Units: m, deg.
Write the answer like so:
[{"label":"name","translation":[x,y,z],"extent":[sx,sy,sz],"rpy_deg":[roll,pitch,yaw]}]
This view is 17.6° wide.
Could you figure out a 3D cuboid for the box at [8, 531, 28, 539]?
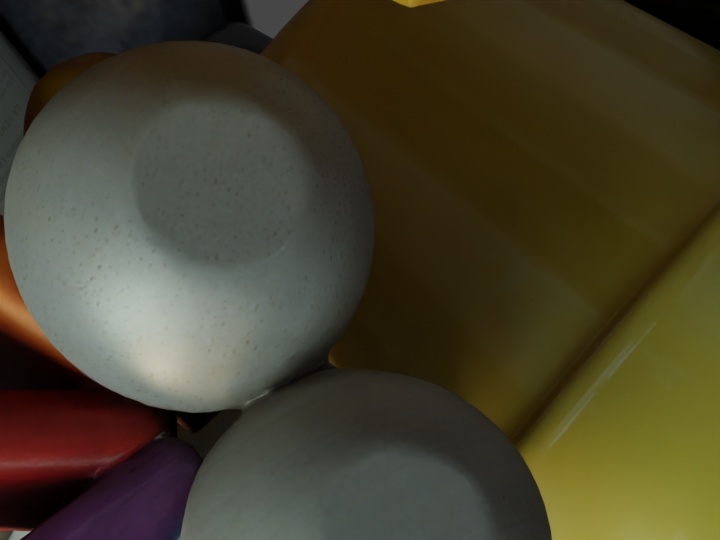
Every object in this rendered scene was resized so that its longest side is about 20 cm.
[{"label":"box","translation":[-0.030,0.150,0.826],"extent":[0.199,0.098,0.125],"rpy_deg":[10,124,-26]}]

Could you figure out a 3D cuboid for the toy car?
[{"label":"toy car","translation":[-0.059,0.054,0.548],"extent":[0.201,0.150,0.175],"rpy_deg":[62,159,7]}]

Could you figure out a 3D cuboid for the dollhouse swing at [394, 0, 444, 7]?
[{"label":"dollhouse swing","translation":[-0.037,-0.120,0.553],"extent":[0.175,0.200,0.182],"rpy_deg":[33,146,-6]}]

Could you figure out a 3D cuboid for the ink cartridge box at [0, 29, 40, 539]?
[{"label":"ink cartridge box","translation":[-0.152,0.013,0.854],"extent":[0.076,0.148,0.200],"rpy_deg":[-4,134,42]}]

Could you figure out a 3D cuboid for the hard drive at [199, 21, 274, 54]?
[{"label":"hard drive","translation":[0.000,0.000,0.821],"extent":[0.200,0.042,0.135],"rpy_deg":[37,145,-11]}]

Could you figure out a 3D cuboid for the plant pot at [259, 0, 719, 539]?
[{"label":"plant pot","translation":[0.056,0.005,0.671],"extent":[0.189,0.201,0.201],"rpy_deg":[41,148,12]}]
